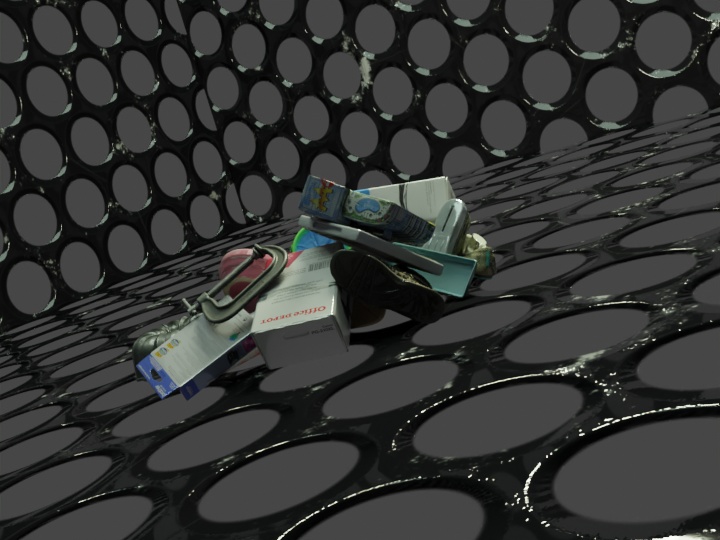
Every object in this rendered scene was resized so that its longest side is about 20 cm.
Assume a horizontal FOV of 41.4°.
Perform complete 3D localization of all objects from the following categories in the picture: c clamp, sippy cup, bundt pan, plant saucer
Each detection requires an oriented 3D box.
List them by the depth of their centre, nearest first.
[{"bbox_3d":[-0.214,0.018,1.618,0.199,0.027,0.171,-39,30,-4],"label":"c clamp"},{"bbox_3d":[0.120,0.000,1.680,0.198,0.071,0.019,14,-13,43],"label":"plant saucer"},{"bbox_3d":[-0.186,0.043,1.824,0.198,0.201,0.051,-10,43,39],"label":"plant saucer"},{"bbox_3d":[-0.354,0.141,1.845,0.198,0.077,0.202,-17,10,3],"label":"bundt pan"},{"bbox_3d":[-0.095,-0.024,2.134,0.174,0.142,0.130,-17,-11,-15],"label":"sippy cup"}]

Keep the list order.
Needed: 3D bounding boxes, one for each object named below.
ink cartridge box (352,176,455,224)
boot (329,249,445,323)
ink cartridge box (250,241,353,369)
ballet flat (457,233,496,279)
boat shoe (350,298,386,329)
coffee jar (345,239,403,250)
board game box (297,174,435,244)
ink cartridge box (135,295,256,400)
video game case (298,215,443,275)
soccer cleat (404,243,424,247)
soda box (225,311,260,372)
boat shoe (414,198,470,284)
[{"bbox_3d":[0.086,-0.110,1.863,0.195,0.086,0.145,-8,-14,12],"label":"ink cartridge box"},{"bbox_3d":[0.045,0.020,1.574,0.196,0.075,0.151,22,6,0],"label":"boot"},{"bbox_3d":[-0.091,0.056,1.571,0.142,0.085,0.202,-13,35,13],"label":"ink cartridge box"},{"bbox_3d":[0.206,-0.030,1.761,0.066,0.077,0.200,4,4,-12],"label":"ballet flat"},{"bbox_3d":[-0.041,0.073,1.672,0.196,0.074,0.065,-12,4,20],"label":"boat shoe"},{"bbox_3d":[0.000,0.000,1.887,0.198,0.107,0.084,-8,-15,44],"label":"coffee jar"},{"bbox_3d":[-0.004,-0.096,1.615,0.197,0.063,0.199,18,-1,35],"label":"board game box"},{"bbox_3d":[-0.264,0.135,1.578,0.199,0.042,0.119,-36,41,-18],"label":"ink cartridge box"},{"bbox_3d":[0.017,-0.043,1.625,0.198,0.023,0.181,22,-2,-37],"label":"video game case"},{"bbox_3d":[0.113,-0.013,1.879,0.068,0.088,0.200,14,-20,-10],"label":"soccer cleat"},{"bbox_3d":[-0.204,0.120,1.713,0.068,0.065,0.198,-8,13,46],"label":"soda box"},{"bbox_3d":[0.150,-0.031,1.732,0.071,0.062,0.203,18,75,44],"label":"boat shoe"}]
